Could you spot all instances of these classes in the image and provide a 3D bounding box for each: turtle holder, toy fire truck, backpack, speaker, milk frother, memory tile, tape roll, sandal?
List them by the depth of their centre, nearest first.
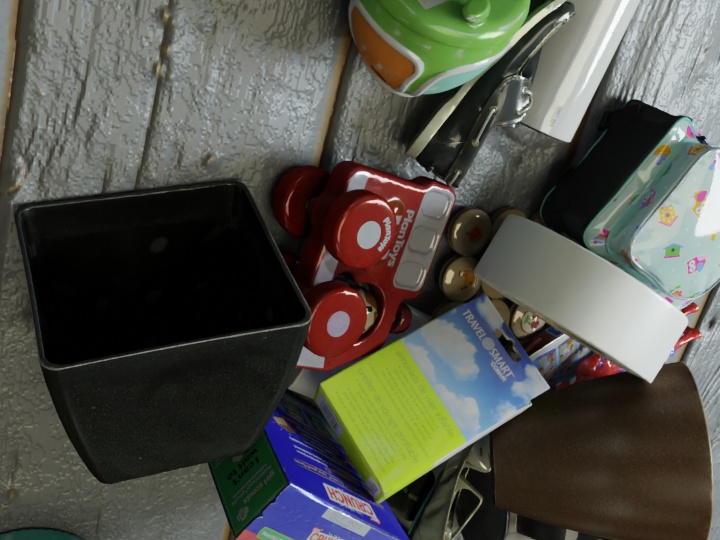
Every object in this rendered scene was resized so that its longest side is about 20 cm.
[{"bbox_3d":[0.066,-0.228,0.781,0.140,0.186,0.132,26,143,-4],"label":"turtle holder"},{"bbox_3d":[0.204,-0.226,0.867,0.081,0.081,0.201,14,109,-30],"label":"speaker"},{"bbox_3d":[0.000,0.000,0.869,0.167,0.112,0.201,12,101,-39],"label":"toy fire truck"},{"bbox_3d":[0.210,0.027,0.902,0.202,0.202,0.071,31,92,-34],"label":"tape roll"},{"bbox_3d":[0.316,-0.055,0.974,0.176,0.153,0.200,-53,132,2],"label":"backpack"},{"bbox_3d":[0.144,0.030,0.997,0.152,0.017,0.201,-1,109,-29],"label":"memory tile"},{"bbox_3d":[0.033,0.222,1.033,0.080,0.057,0.201,-52,149,-21],"label":"sandal"},{"bbox_3d":[0.229,0.226,1.110,0.187,0.180,0.201,1,73,-26],"label":"milk frother"}]

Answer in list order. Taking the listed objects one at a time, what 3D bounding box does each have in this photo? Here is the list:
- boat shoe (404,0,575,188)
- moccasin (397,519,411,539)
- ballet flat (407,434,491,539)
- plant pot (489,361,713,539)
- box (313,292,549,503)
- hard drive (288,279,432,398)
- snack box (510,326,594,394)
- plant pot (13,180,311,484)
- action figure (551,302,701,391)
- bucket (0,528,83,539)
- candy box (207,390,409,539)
[{"bbox_3d":[0.127,-0.163,0.850,0.068,0.072,0.200,40,111,-4],"label":"boat shoe"},{"bbox_3d":[0.039,0.352,1.109,0.078,0.074,0.202,-33,129,6],"label":"moccasin"},{"bbox_3d":[0.117,0.229,1.059,0.201,0.063,0.067,-68,162,1],"label":"ballet flat"},{"bbox_3d":[0.234,0.192,0.955,0.199,0.187,0.188,-3,121,6],"label":"plant pot"},{"bbox_3d":[0.069,0.119,0.907,0.199,0.122,0.048,-27,163,-21],"label":"box"},{"bbox_3d":[0.032,0.101,0.996,0.199,0.026,0.132,27,102,-34],"label":"hard drive"},{"bbox_3d":[0.251,0.079,1.061,0.199,0.024,0.072,-28,127,-27],"label":"snack box"},{"bbox_3d":[-0.169,0.060,0.790,0.199,0.200,0.178,-10,132,-20],"label":"plant pot"},{"bbox_3d":[0.298,0.096,1.059,0.199,0.052,0.066,-28,124,-21],"label":"action figure"},{"bbox_3d":[-0.324,0.364,0.905,0.206,0.135,0.208,-11,120,-19],"label":"bucket"},{"bbox_3d":[-0.063,0.194,0.895,0.077,0.200,0.169,-48,125,6],"label":"candy box"}]
